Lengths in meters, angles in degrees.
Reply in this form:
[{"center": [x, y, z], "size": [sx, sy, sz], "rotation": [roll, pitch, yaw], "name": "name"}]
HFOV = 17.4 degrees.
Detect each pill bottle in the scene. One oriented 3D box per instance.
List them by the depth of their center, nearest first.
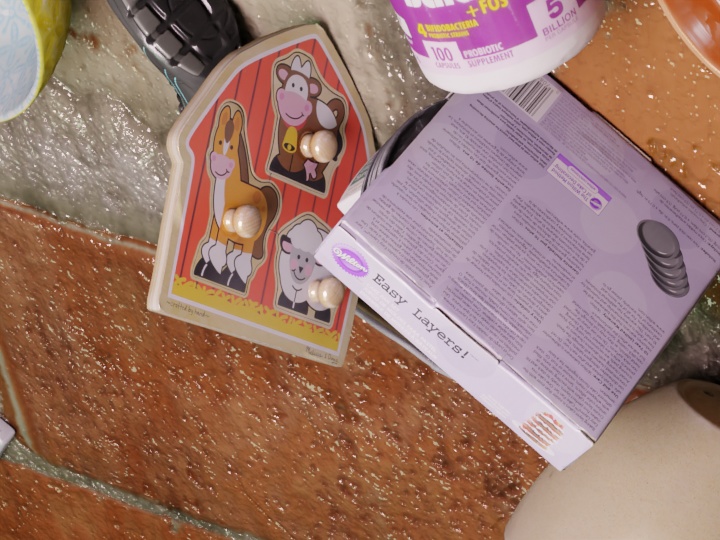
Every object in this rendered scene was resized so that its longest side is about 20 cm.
[{"center": [0.050, -0.204, 1.256], "size": [0.112, 0.112, 0.200], "rotation": [2, 130, 40], "name": "pill bottle"}]

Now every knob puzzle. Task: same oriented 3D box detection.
[{"center": [-0.042, -0.054, 1.438], "size": [0.030, 0.220, 0.220], "rotation": [4, 131, 40], "name": "knob puzzle"}]

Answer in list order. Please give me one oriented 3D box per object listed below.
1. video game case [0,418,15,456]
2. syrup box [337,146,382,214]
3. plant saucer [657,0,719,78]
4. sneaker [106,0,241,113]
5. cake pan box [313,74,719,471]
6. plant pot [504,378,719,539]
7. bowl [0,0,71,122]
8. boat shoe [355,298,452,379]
[{"center": [-0.402, 0.130, 2.072], "size": [0.182, 0.023, 0.200], "rotation": [40, 143, 0], "name": "video game case"}, {"center": [0.088, -0.005, 1.456], "size": [0.200, 0.081, 0.079], "rotation": [46, 142, -11], "name": "syrup box"}, {"center": [0.238, -0.160, 1.205], "size": [0.200, 0.032, 0.201], "rotation": [23, 140, 21], "name": "plant saucer"}, {"center": [-0.101, -0.124, 1.504], "size": [0.200, 0.075, 0.079], "rotation": [47, 145, -9], "name": "sneaker"}, {"center": [0.095, -0.015, 1.353], "size": [0.200, 0.184, 0.052], "rotation": [40, 144, -2], "name": "cake pan box"}, {"center": [0.206, 0.147, 1.449], "size": [0.200, 0.200, 0.135], "rotation": [29, 107, 14], "name": "plant pot"}, {"center": [-0.258, -0.206, 1.524], "size": [0.200, 0.108, 0.200], "rotation": [24, 142, 20], "name": "bowl"}, {"center": [0.000, 0.001, 1.552], "size": [0.202, 0.065, 0.075], "rotation": [32, 143, 11], "name": "boat shoe"}]
